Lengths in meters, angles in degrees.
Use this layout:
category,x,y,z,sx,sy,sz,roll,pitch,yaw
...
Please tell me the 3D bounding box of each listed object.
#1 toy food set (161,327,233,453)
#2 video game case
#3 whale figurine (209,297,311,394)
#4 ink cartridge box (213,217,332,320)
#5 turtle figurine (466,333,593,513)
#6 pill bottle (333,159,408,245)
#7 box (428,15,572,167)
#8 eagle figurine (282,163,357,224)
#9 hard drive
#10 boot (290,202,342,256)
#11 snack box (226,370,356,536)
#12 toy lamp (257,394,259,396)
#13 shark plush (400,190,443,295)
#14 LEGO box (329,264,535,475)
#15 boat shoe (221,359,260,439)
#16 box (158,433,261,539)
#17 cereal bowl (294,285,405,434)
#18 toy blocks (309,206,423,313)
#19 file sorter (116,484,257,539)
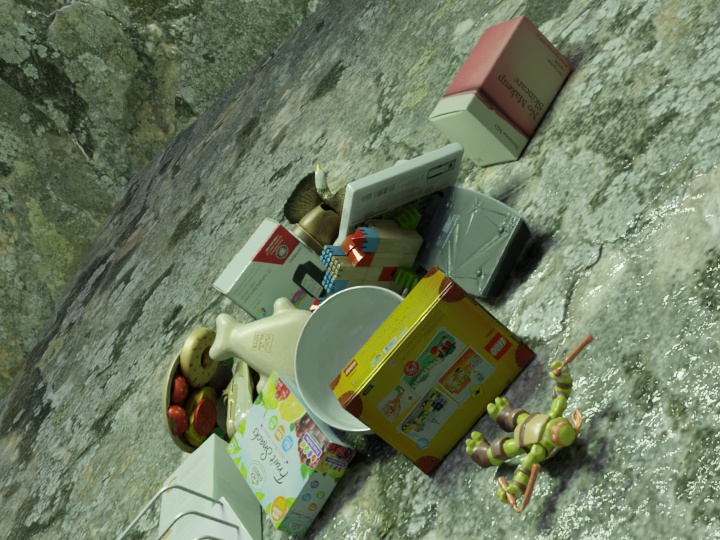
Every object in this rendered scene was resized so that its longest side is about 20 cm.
category,x,y,z,sx,sy,sz,roll,pitch,yaw
toy food set,-0.265,0.211,1.808,0.048,0.198,0.201,0,56,25
video game case,0.056,-0.093,1.609,0.199,0.023,0.182,-24,-33,-26
whale figurine,-0.134,0.123,1.696,0.104,0.199,0.160,55,-137,-76
ink cartridge box,-0.117,0.033,1.772,0.146,0.200,0.083,-53,24,-7
turtle figurine,0.187,0.166,1.139,0.161,0.064,0.201,-18,45,66
pill bottle,0.045,-0.080,1.756,0.200,0.112,0.112,-59,23,-19
box,0.225,-0.285,1.715,0.200,0.128,0.109,-58,24,-18
eagle figurine,-0.068,-0.126,2.001,0.152,0.151,0.200,-39,14,-2
hard drive,0.157,-0.040,1.507,0.135,0.042,0.200,-63,29,4
boot,-0.039,-0.048,1.797,0.074,0.200,0.076,40,88,31
snack box,-0.101,0.250,1.489,0.143,0.053,0.200,-59,35,8
toy lamp,-0.119,0.232,1.647,0.058,0.058,0.200,-48,21,6
shark plush,0.107,-0.035,1.628,0.200,0.091,0.083,-42,53,5
LEGO box,0.086,0.120,1.296,0.200,0.149,0.077,-48,21,3
boat shoe,-0.200,0.211,1.798,0.066,0.074,0.200,-25,25,5
box,-0.222,0.360,1.581,0.124,0.097,0.200,-45,23,15
cereal bowl,0.015,0.126,1.448,0.199,0.083,0.201,-8,70,23
toy blocks,0.000,0.000,1.573,0.100,0.136,0.201,55,133,43
file sorter,-0.203,0.391,1.352,0.139,0.124,0.200,-49,49,4
